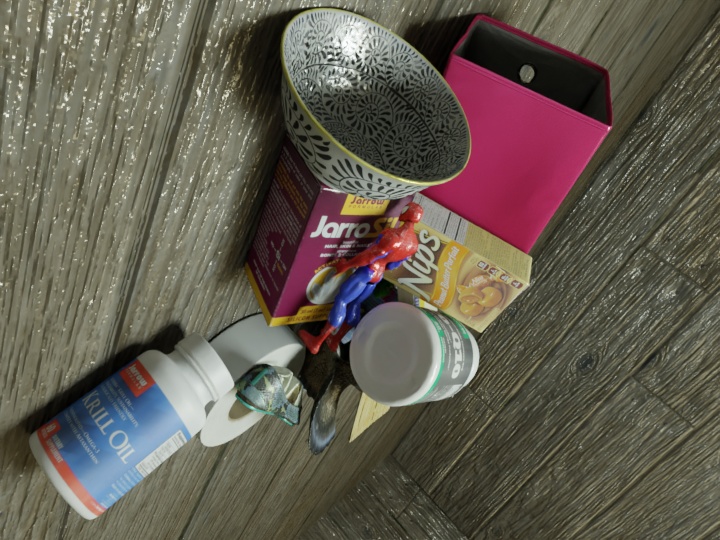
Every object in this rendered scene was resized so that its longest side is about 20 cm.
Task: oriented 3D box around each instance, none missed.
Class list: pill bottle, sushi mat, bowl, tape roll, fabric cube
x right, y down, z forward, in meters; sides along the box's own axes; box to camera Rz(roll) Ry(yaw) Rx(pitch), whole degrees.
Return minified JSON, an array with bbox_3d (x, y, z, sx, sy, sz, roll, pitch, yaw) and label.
[{"bbox_3d":[0.077,0.105,0.671,0.114,0.113,0.199,-52,153,11],"label":"pill bottle"},{"bbox_3d":[0.025,0.195,0.823,0.095,0.012,0.202,-32,152,-28],"label":"sushi mat"},{"bbox_3d":[-0.001,-0.136,0.509,0.199,0.202,0.094,-28,168,-43],"label":"bowl"},{"bbox_3d":[-0.246,0.162,0.604,0.199,0.112,0.113,-39,158,-27],"label":"pill bottle"},{"bbox_3d":[-0.176,0.163,0.807,0.202,0.071,0.204,-41,158,-21],"label":"tape roll"},{"bbox_3d":[0.186,-0.178,0.705,0.201,0.193,0.202,-59,172,-48],"label":"fabric cube"}]

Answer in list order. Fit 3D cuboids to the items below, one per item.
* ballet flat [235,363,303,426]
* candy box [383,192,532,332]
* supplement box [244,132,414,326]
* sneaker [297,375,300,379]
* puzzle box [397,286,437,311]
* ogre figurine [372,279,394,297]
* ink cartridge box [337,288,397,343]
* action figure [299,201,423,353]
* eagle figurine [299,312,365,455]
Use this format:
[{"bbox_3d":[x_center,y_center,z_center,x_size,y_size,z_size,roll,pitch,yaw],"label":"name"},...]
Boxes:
[{"bbox_3d":[-0.113,0.177,0.769,0.074,0.074,0.201,-45,161,-10],"label":"ballet flat"},{"bbox_3d":[0.105,-0.013,0.695,0.116,0.197,0.056,-58,-175,46],"label":"candy box"},{"bbox_3d":[-0.043,-0.043,0.633,0.128,0.104,0.202,-3,134,-34],"label":"supplement box"},{"bbox_3d":[-0.060,0.189,1.105,0.197,0.077,0.086,-21,179,-31],"label":"sneaker"},{"bbox_3d":[0.094,0.034,0.868,0.199,0.025,0.137,-2,89,-72],"label":"puzzle box"},{"bbox_3d":[0.000,0.000,0.850,0.119,0.098,0.203,-18,141,-47],"label":"ogre figurine"},{"bbox_3d":[-0.012,0.104,0.989,0.201,0.076,0.136,-49,179,-6],"label":"ink cartridge box"},{"bbox_3d":[0.004,0.006,0.596,0.065,0.052,0.201,10,126,-51],"label":"action figure"},{"bbox_3d":[-0.037,0.166,0.835,0.199,0.152,0.151,-40,169,16],"label":"eagle figurine"}]
